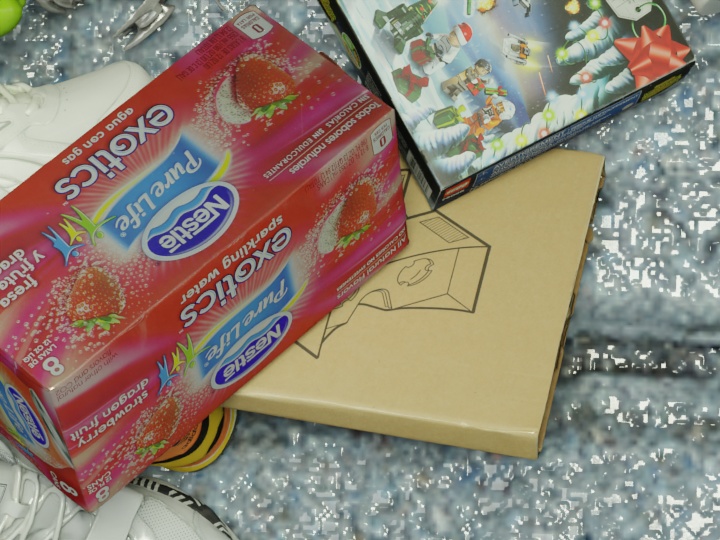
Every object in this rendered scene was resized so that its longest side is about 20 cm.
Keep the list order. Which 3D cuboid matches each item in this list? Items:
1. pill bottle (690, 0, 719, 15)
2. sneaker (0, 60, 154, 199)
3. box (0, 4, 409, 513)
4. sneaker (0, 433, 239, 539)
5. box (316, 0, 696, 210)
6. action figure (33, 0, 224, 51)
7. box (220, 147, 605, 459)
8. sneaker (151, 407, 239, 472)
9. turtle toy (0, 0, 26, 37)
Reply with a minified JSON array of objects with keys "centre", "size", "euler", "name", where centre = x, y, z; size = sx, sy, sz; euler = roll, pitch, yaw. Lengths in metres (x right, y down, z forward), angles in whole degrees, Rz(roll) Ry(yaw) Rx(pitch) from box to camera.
[{"centre":[0.142,-0.222,1.284],"size":[0.111,0.111,0.201],"euler":[-28,82,7],"name":"pill bottle"},{"centre":[-0.188,-0.059,1.317],"size":[0.199,0.078,0.100],"euler":[-28,114,-13],"name":"sneaker"},{"centre":[-0.081,-0.007,1.231],"size":[0.200,0.100,0.095],"euler":[-40,59,-21],"name":"box"},{"centre":[-0.147,0.118,1.307],"size":[0.199,0.115,0.075],"euler":[24,91,11],"name":"sneaker"},{"centre":[0.046,-0.147,1.312],"size":[0.136,0.040,0.201],"euler":[-27,81,-12],"name":"box"},{"centre":[-0.131,-0.191,1.352],"size":[0.200,0.069,0.130],"euler":[38,84,6],"name":"action figure"},{"centre":[0.000,0.000,1.296],"size":[0.199,0.021,0.164],"euler":[9,54,10],"name":"box"},{"centre":[-0.155,0.036,1.327],"size":[0.199,0.090,0.070],"euler":[22,90,10],"name":"sneaker"},{"centre":[-0.240,-0.140,1.278],"size":[0.199,0.146,0.102],"euler":[0,98,25],"name":"turtle toy"}]
